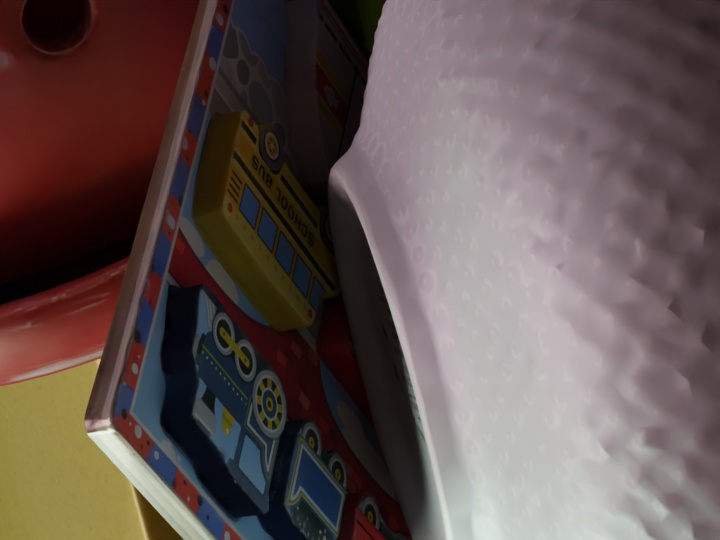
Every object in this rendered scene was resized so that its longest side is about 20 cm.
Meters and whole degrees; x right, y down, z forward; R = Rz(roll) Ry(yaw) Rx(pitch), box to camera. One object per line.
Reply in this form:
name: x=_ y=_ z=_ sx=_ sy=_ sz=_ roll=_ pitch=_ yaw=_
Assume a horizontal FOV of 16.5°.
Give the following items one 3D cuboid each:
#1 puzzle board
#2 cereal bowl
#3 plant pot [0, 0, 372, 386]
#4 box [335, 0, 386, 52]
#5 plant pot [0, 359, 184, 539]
puzzle board: x=0.007 y=0.029 z=0.599 sx=0.200 sy=0.017 sz=0.151 roll=54 pitch=-143 yaw=-43
cereal bowl: x=0.045 y=0.014 z=0.527 sx=0.200 sy=0.083 sz=0.201 roll=165 pitch=90 yaw=-84
plant pot: x=-0.100 y=-0.082 z=0.651 sx=0.201 sy=0.199 sz=0.183 roll=-121 pitch=10 yaw=-66
box: x=-0.003 y=-0.145 z=0.705 sx=0.122 sy=0.047 sz=0.201 roll=-116 pitch=14 yaw=-55
plant pot: x=-0.028 y=0.051 z=0.787 sx=0.176 sy=0.199 sz=0.201 roll=-174 pitch=70 yaw=-71
